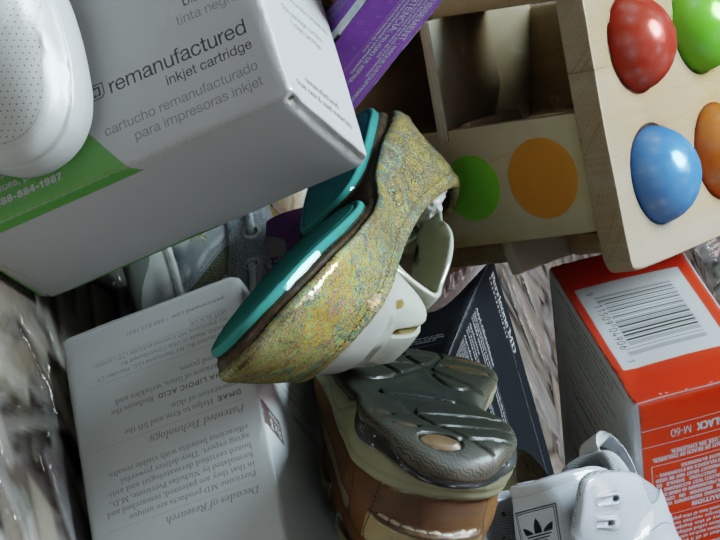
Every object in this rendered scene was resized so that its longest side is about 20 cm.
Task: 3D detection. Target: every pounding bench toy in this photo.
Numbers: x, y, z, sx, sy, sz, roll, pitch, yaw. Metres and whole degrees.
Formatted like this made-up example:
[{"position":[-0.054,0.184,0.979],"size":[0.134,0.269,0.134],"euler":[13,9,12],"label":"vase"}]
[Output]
[{"position":[0.104,-0.074,1.283],"size":[0.200,0.156,0.125],"euler":[-20,101,-54],"label":"pounding bench toy"}]

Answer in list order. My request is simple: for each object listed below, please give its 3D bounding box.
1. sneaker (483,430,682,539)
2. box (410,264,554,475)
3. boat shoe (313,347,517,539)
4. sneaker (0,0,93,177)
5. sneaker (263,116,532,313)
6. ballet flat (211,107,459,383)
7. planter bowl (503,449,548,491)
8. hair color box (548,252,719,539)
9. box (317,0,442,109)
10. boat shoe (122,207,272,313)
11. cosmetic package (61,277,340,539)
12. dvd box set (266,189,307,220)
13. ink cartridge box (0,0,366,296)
[{"position":[0.070,0.147,1.138],"size":[0.200,0.075,0.115],"euler":[-36,106,-46],"label":"sneaker"},{"position":[0.045,0.114,1.431],"size":[0.141,0.079,0.200],"euler":[-57,133,-64],"label":"box"},{"position":[0.014,0.075,1.139],"size":[0.200,0.075,0.074],"euler":[-96,-164,-80],"label":"boat shoe"},{"position":[-0.172,-0.125,1.053],"size":[0.200,0.074,0.116],"euler":[62,14,12],"label":"sneaker"},{"position":[0.021,-0.028,1.393],"size":[0.200,0.114,0.073],"euler":[-26,102,-52],"label":"sneaker"},{"position":[0.000,0.000,1.133],"size":[0.071,0.071,0.200],"euler":[64,22,-18],"label":"ballet flat"},{"position":[0.031,0.154,1.266],"size":[0.200,0.134,0.201],"euler":[-22,90,-77],"label":"planter bowl"},{"position":[0.133,0.101,1.283],"size":[0.111,0.064,0.200],"euler":[-118,-162,-54],"label":"hair color box"},{"position":[-0.029,-0.169,1.200],"size":[0.039,0.137,0.200],"euler":[3,52,-39],"label":"box"},{"position":[-0.058,0.012,1.250],"size":[0.202,0.065,0.075],"euler":[71,2,-65],"label":"boat shoe"},{"position":[-0.046,0.119,1.127],"size":[0.113,0.081,0.200],"euler":[52,19,-55],"label":"cosmetic package"},{"position":[-0.035,0.003,1.471],"size":[0.200,0.029,0.147],"euler":[36,34,-66],"label":"dvd box set"},{"position":[-0.099,-0.113,1.142],"size":[0.084,0.145,0.200],"euler":[36,34,-63],"label":"ink cartridge box"}]
